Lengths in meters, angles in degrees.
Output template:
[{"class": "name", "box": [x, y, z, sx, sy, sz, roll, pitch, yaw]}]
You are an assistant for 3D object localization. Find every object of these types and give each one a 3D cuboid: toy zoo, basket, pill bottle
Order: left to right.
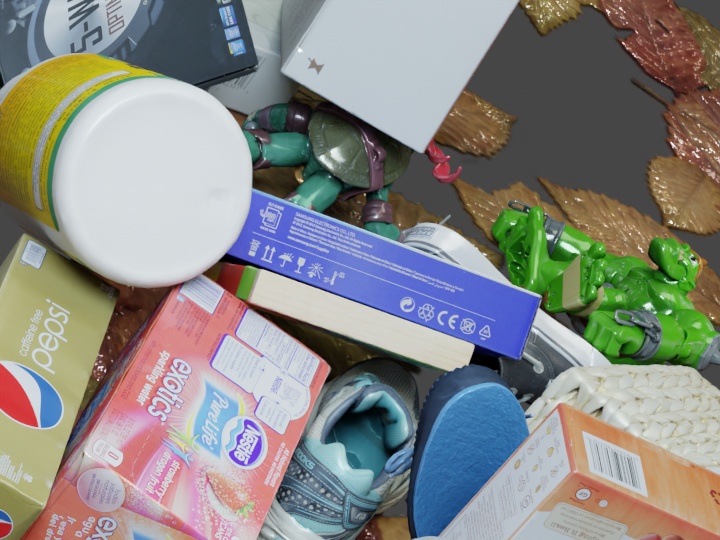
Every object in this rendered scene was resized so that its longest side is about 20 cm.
[{"class": "pill bottle", "box": [-0.144, -0.062, 1.436, 0.113, 0.113, 0.200, 22, 0, -26]}, {"class": "toy zoo", "box": [-0.022, 0.025, 1.503, 0.131, 0.020, 0.200, 20, -3, -15]}, {"class": "basket", "box": [0.163, 0.136, 1.518, 0.123, 0.136, 0.200, 48, 21, 22]}]

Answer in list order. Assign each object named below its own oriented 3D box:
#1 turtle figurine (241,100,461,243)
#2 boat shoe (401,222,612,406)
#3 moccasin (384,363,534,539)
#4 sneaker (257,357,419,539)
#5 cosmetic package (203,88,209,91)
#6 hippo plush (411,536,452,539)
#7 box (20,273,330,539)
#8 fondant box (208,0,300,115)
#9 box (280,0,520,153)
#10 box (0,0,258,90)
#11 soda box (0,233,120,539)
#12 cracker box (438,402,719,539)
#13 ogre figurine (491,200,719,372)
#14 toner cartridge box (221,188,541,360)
[{"class": "turtle figurine", "box": [-0.022, -0.065, 1.662, 0.200, 0.101, 0.150, -17, 56, -47]}, {"class": "boat shoe", "box": [0.093, 0.056, 1.651, 0.200, 0.072, 0.068, 43, 61, -20]}, {"class": "moccasin", "box": [0.048, 0.128, 1.402, 0.080, 0.200, 0.068, -8, 37, -15]}, {"class": "sneaker", "box": [0.007, 0.097, 1.472, 0.078, 0.086, 0.200, 37, 29, -3]}, {"class": "cosmetic package", "box": [-0.194, -0.154, 1.607, 0.200, 0.051, 0.083, 24, 3, -24]}, {"class": "hippo plush", "box": [0.033, 0.225, 1.250, 0.200, 0.161, 0.159, 42, 30, 7]}, {"class": "box", "box": [-0.098, 0.100, 1.345, 0.103, 0.095, 0.200, 35, 30, -7]}, {"class": "fondant box", "box": [-0.124, -0.204, 1.774, 0.144, 0.058, 0.200, 19, 34, -31]}, {"class": "box", "box": [0.030, -0.187, 1.666, 0.106, 0.152, 0.200, 30, 16, -11]}, {"class": "box", "box": [-0.163, -0.193, 1.545, 0.160, 0.200, 0.044, -19, 14, -20]}, {"class": "soda box", "box": [-0.184, 0.069, 1.323, 0.064, 0.068, 0.200, 32, 30, -12]}, {"class": "cracker box", "box": [0.105, 0.174, 1.359, 0.134, 0.200, 0.058, 24, 34, -23]}, {"class": "ogre figurine", "box": [0.172, 0.017, 1.758, 0.120, 0.098, 0.200, 19, -4, -27]}, {"class": "toner cartridge box", "box": [0.000, 0.000, 1.533, 0.200, 0.043, 0.095, 20, -3, -11]}]
